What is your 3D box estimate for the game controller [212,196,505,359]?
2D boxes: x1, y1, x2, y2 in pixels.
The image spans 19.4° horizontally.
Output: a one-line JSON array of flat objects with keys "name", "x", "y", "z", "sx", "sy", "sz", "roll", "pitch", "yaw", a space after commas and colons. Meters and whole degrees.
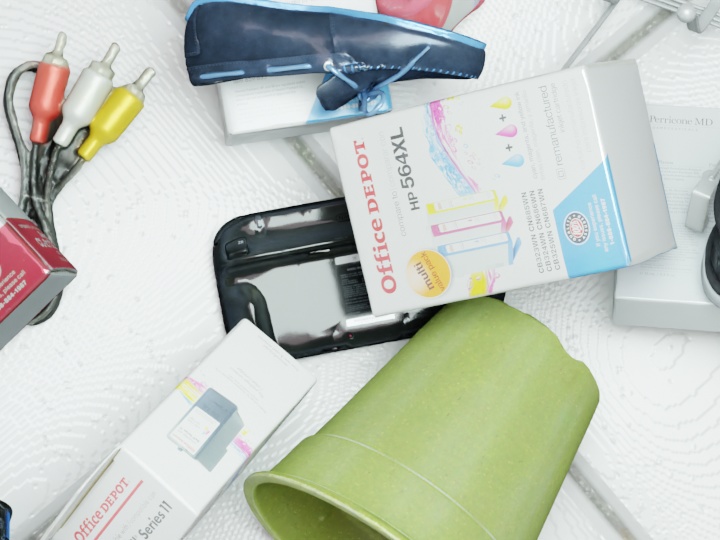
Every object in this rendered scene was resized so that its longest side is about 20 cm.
[{"name": "game controller", "x": 0.000, "y": 0.000, "z": 1.457, "sx": 0.199, "sy": 0.042, "sz": 0.105, "roll": -10, "pitch": 96, "yaw": -4}]

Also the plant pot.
[{"name": "plant pot", "x": 0.058, "y": 0.123, "z": 1.374, "sx": 0.200, "sy": 0.200, "sz": 0.190, "roll": 36, "pitch": 70, "yaw": 3}]

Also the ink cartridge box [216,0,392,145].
[{"name": "ink cartridge box", "x": -0.051, "y": -0.195, "z": 1.457, "sx": 0.115, "sy": 0.067, "sz": 0.201, "roll": -8, "pitch": 87, "yaw": -5}]

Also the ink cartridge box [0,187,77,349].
[{"name": "ink cartridge box", "x": -0.311, "y": -0.023, "z": 1.402, "sx": 0.146, "sy": 0.083, "sz": 0.200, "roll": -43, "pitch": 85, "yaw": 5}]

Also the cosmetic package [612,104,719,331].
[{"name": "cosmetic package", "x": 0.275, "y": -0.033, "z": 1.434, "sx": 0.199, "sy": 0.052, "sz": 0.151, "roll": 4, "pitch": 67, "yaw": 7}]

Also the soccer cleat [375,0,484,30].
[{"name": "soccer cleat", "x": 0.079, "y": -0.233, "z": 1.487, "sx": 0.067, "sy": 0.077, "sz": 0.200, "roll": 18, "pitch": 61, "yaw": 33}]

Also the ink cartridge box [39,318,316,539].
[{"name": "ink cartridge box", "x": -0.122, "y": 0.130, "z": 1.336, "sx": 0.067, "sy": 0.117, "sz": 0.200, "roll": 41, "pitch": 41, "yaw": 2}]

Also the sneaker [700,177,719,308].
[{"name": "sneaker", "x": 0.283, "y": -0.072, "z": 1.361, "sx": 0.075, "sy": 0.114, "sz": 0.200, "roll": 23, "pitch": 68, "yaw": 15}]

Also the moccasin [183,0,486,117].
[{"name": "moccasin", "x": -0.017, "y": -0.137, "z": 1.393, "sx": 0.199, "sy": 0.080, "sz": 0.069, "roll": 7, "pitch": 91, "yaw": 10}]

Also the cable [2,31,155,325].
[{"name": "cable", "x": -0.219, "y": -0.067, "z": 1.442, "sx": 0.097, "sy": 0.050, "sz": 0.201, "roll": 21, "pitch": 81, "yaw": -2}]

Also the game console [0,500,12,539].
[{"name": "game console", "x": -0.315, "y": 0.218, "z": 1.326, "sx": 0.118, "sy": 0.171, "sz": 0.200, "roll": 27, "pitch": 102, "yaw": -16}]

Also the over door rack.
[{"name": "over door rack", "x": 0.208, "y": -0.138, "z": 1.429, "sx": 0.147, "sy": 0.067, "sz": 0.200, "roll": 23, "pitch": 61, "yaw": 19}]

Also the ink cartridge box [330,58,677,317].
[{"name": "ink cartridge box", "x": 0.082, "y": -0.050, "z": 1.352, "sx": 0.199, "sy": 0.125, "sz": 0.129, "roll": -13, "pitch": 92, "yaw": 23}]
